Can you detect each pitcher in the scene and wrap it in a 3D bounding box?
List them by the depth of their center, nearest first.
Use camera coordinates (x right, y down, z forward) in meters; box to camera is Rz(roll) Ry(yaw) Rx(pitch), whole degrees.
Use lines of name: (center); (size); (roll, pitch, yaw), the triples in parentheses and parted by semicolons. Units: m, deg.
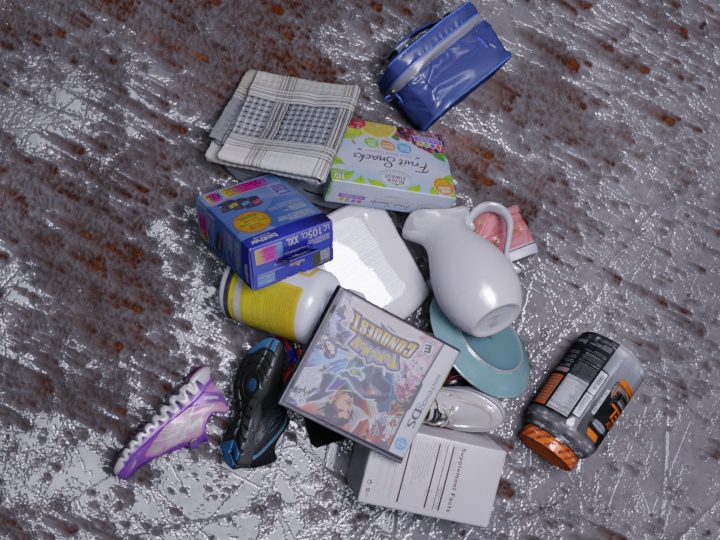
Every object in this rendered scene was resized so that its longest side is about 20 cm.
pitcher: (0.178, -0.012, 1.415); (0.171, 0.121, 0.200); (-20, 58, -13)

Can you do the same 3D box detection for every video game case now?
video game case: (0.013, 0.145, 1.315); (0.200, 0.026, 0.181); (28, 89, -15)

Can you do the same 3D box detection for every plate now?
plate: (0.191, 0.103, 1.458); (0.200, 0.026, 0.200); (26, 40, -24)

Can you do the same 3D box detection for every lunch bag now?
lunch bag: (0.120, -0.322, 1.505); (0.200, 0.136, 0.132); (-39, 91, -12)

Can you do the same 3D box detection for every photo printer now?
photo printer: (0.000, 0.000, 1.472); (0.166, 0.069, 0.200); (-30, 90, -13)

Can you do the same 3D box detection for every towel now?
towel: (-0.117, -0.224, 1.431); (0.200, 0.035, 0.193); (12, 60, 15)

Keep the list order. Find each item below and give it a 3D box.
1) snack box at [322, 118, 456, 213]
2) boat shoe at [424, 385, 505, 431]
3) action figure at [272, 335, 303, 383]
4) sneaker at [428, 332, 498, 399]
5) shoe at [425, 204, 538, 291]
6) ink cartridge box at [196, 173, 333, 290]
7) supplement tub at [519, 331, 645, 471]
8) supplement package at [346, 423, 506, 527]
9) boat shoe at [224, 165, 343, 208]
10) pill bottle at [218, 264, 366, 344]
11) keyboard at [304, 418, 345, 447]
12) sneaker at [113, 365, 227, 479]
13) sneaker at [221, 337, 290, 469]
snack box: (0.038, -0.161, 1.467); (0.200, 0.053, 0.142); (6, 52, -18)
boat shoe: (0.114, 0.203, 1.404); (0.200, 0.070, 0.071); (16, 110, 4)
action figure: (-0.060, 0.122, 1.415); (0.200, 0.065, 0.099); (-15, 114, 13)
sneaker: (0.131, 0.163, 1.455); (0.200, 0.077, 0.084); (41, 65, -18)
shoe: (0.181, -0.037, 1.518); (0.200, 0.071, 0.091); (-20, 83, -16)
ink cartridge box: (-0.129, -0.052, 1.362); (0.136, 0.200, 0.076); (-22, 132, -27)
supplement tub: (0.344, 0.206, 1.491); (0.122, 0.123, 0.200); (39, 78, -5)
supplement package: (0.095, 0.290, 1.420); (0.200, 0.121, 0.120); (14, 92, -10)
boat shoe: (-0.111, -0.155, 1.479); (0.200, 0.074, 0.067); (21, 52, -8)
pill bottle: (-0.097, 0.044, 1.385); (0.200, 0.112, 0.112); (17, 78, 23)
keyboard: (0.006, 0.195, 1.475); (0.200, 0.040, 0.104); (-17, 110, -15)
sneaker: (-0.270, 0.235, 1.386); (0.200, 0.080, 0.088); (-46, 101, -14)
sneaker: (-0.143, 0.196, 1.407); (0.082, 0.073, 0.200); (11, 99, -40)
